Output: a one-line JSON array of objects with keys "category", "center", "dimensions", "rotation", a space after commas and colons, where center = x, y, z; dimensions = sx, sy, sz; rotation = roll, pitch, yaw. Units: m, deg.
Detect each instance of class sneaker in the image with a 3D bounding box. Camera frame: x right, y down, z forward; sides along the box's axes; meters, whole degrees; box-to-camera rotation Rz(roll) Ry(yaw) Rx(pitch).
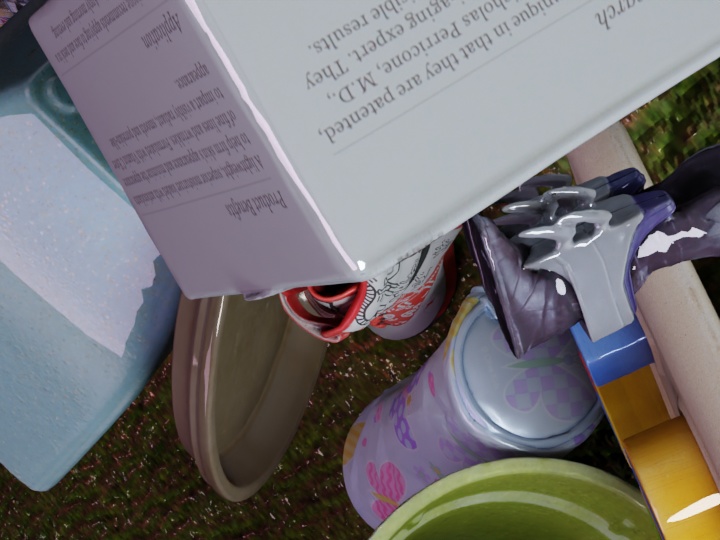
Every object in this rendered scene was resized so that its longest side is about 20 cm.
[{"category": "sneaker", "center": [-0.001, -0.001, 0.955], "dimensions": [0.067, 0.108, 0.202], "rotation": [45, 153, 11]}]

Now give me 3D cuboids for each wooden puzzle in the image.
[{"category": "wooden puzzle", "center": [0.120, 0.060, 0.783], "dimensions": [0.200, 0.046, 0.186], "rotation": [69, 180, -62]}]

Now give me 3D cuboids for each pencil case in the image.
[{"category": "pencil case", "center": [0.053, 0.078, 0.999], "dimensions": [0.091, 0.083, 0.200], "rotation": [53, 154, 9]}]

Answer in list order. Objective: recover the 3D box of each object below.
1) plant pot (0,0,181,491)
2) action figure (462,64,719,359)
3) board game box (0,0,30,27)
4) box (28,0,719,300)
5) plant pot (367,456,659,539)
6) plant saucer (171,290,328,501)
[{"category": "plant pot", "center": [-0.143, -0.041, 1.023], "dimensions": [0.196, 0.197, 0.200], "rotation": [44, 139, -10]}, {"category": "action figure", "center": [0.134, -0.029, 0.638], "dimensions": [0.130, 0.199, 0.070], "rotation": [-110, 0, -67]}, {"category": "board game box", "center": [-0.234, -0.194, 1.156], "dimensions": [0.200, 0.035, 0.136], "rotation": [33, 148, 32]}, {"category": "box", "center": [0.013, -0.094, 0.684], "dimensions": [0.131, 0.200, 0.199], "rotation": [60, 162, -8]}, {"category": "plant pot", "center": [0.059, 0.199, 0.961], "dimensions": [0.201, 0.200, 0.184], "rotation": [51, 164, -1]}, {"category": "plant saucer", "center": [-0.047, 0.011, 0.950], "dimensions": [0.029, 0.201, 0.201], "rotation": [12, 140, 14]}]
